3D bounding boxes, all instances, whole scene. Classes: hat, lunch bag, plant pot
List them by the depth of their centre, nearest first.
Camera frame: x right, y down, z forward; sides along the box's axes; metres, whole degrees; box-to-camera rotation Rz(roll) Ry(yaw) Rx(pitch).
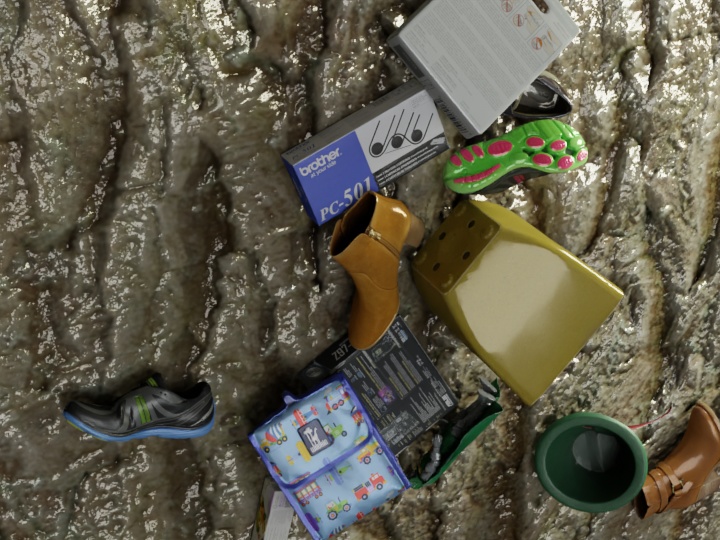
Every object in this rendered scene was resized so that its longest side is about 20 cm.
[{"bbox_3d":[0.185,0.017,1.608,0.200,0.194,0.196,39,93,-32],"label":"plant pot"},{"bbox_3d":[-0.050,0.236,1.617,0.150,0.094,0.201,-32,112,-2],"label":"lunch bag"},{"bbox_3d":[0.383,0.281,1.954,0.199,0.176,0.167,22,109,4],"label":"hat"}]

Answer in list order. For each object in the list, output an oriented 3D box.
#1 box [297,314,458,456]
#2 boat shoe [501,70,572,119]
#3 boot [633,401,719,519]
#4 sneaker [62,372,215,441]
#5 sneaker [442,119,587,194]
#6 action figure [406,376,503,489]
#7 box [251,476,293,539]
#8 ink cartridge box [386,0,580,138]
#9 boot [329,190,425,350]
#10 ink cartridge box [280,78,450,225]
[{"bbox_3d":[0.028,0.166,1.684,0.160,0.044,0.200,-39,127,-5],"label":"box"},{"bbox_3d":[0.188,-0.233,1.550,0.199,0.065,0.072,8,112,-31],"label":"boat shoe"},{"bbox_3d":[0.526,0.322,2.028,0.154,0.077,0.201,-18,129,-15],"label":"boot"},{"bbox_3d":[-0.276,0.168,1.513,0.198,0.071,0.083,1,101,-30],"label":"sneaker"},{"bbox_3d":[0.200,-0.146,1.591,0.199,0.084,0.077,-11,84,-6],"label":"sneaker"},{"bbox_3d":[0.130,0.247,1.759,0.055,0.118,0.200,35,110,-1],"label":"action figure"},{"bbox_3d":[-0.131,0.384,1.714,0.041,0.039,0.201,1,114,-28],"label":"box"},{"bbox_3d":[0.153,-0.288,1.489,0.200,0.047,0.160,-45,103,-16],"label":"ink cartridge box"},{"bbox_3d":[0.001,0.000,1.544,0.144,0.071,0.202,17,99,-54],"label":"boot"},{"bbox_3d":[0.008,-0.148,1.510,0.199,0.044,0.094,-31,124,-11],"label":"ink cartridge box"}]
